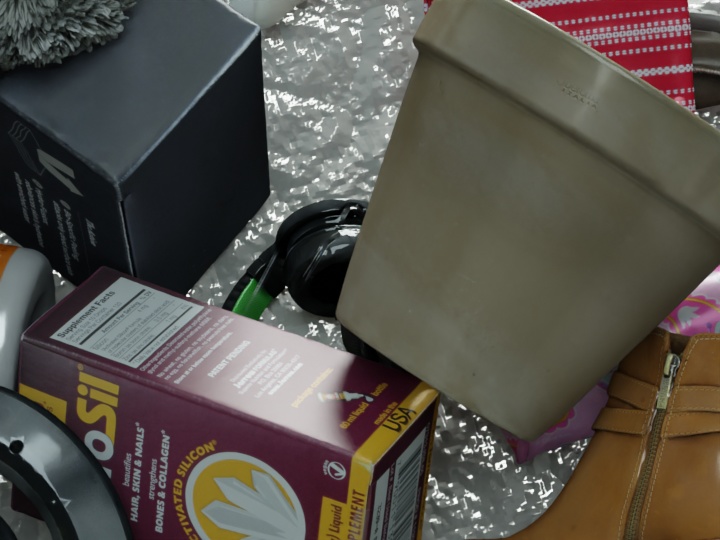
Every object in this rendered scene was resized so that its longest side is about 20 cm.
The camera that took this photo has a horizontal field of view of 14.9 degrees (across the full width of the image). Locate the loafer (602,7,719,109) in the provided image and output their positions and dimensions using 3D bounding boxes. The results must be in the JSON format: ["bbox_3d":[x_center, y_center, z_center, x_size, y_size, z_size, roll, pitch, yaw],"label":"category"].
[{"bbox_3d":[0.153,-0.108,1.526,0.199,0.073,0.071,9,84,6],"label":"loafer"}]

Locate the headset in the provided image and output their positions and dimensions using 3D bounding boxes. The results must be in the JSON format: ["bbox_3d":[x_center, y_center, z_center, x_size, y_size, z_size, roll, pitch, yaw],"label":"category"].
[{"bbox_3d":[0.000,0.000,1.445,0.200,0.094,0.123,-44,48,-2],"label":"headset"}]

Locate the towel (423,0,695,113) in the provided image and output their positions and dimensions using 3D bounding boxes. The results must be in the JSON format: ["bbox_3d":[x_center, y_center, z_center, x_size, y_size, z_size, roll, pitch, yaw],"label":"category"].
[{"bbox_3d":[0.109,-0.088,1.482,0.144,0.022,0.201,-5,97,3],"label":"towel"}]

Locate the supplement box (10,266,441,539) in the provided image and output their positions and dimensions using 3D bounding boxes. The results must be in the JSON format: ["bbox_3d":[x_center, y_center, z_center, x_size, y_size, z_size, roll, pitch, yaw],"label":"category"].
[{"bbox_3d":[-0.070,0.090,1.384,0.199,0.111,0.086,18,32,19],"label":"supplement box"}]

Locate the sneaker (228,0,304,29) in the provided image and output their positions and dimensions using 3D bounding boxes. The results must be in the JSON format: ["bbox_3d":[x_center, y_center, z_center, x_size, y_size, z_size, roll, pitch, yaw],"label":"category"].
[{"bbox_3d":[0.006,-0.205,1.557,0.084,0.073,0.200,32,70,15],"label":"sneaker"}]

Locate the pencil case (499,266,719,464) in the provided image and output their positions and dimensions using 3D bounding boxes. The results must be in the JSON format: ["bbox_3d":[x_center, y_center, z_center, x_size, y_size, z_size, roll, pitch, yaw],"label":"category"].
[{"bbox_3d":[0.159,0.037,1.450,0.199,0.088,0.088,-15,68,-4],"label":"pencil case"}]

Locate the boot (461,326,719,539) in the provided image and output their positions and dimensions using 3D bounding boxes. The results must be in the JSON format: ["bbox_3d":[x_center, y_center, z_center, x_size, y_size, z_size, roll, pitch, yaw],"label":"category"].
[{"bbox_3d":[0.124,0.103,1.376,0.199,0.077,0.156,0,83,43],"label":"boot"}]

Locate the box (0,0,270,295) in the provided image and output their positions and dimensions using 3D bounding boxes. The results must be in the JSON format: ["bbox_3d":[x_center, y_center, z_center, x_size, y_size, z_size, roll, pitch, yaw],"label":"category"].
[{"bbox_3d":[-0.158,-0.096,1.447,0.200,0.197,0.118,36,71,14],"label":"box"}]

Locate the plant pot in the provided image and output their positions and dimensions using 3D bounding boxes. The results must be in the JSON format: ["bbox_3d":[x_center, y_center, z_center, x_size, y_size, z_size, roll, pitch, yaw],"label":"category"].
[{"bbox_3d":[0.082,-0.019,1.340,0.200,0.200,0.174,32,91,13],"label":"plant pot"}]

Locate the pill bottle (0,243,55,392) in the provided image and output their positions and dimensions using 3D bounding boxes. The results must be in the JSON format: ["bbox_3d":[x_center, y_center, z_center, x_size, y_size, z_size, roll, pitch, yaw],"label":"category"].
[{"bbox_3d":[-0.267,0.031,1.440,0.199,0.113,0.113,9,68,4],"label":"pill bottle"}]

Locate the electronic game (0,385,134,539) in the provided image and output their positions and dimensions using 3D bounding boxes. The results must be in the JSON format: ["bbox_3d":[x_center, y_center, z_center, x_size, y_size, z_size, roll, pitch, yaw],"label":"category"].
[{"bbox_3d":[-0.205,0.152,1.383,0.199,0.042,0.201,2,99,16],"label":"electronic game"}]

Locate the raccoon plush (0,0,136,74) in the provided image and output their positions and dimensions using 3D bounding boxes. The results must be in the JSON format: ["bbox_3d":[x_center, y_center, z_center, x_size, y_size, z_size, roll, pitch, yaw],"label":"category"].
[{"bbox_3d":[-0.163,-0.144,1.286,0.096,0.134,0.201,22,67,7],"label":"raccoon plush"}]
